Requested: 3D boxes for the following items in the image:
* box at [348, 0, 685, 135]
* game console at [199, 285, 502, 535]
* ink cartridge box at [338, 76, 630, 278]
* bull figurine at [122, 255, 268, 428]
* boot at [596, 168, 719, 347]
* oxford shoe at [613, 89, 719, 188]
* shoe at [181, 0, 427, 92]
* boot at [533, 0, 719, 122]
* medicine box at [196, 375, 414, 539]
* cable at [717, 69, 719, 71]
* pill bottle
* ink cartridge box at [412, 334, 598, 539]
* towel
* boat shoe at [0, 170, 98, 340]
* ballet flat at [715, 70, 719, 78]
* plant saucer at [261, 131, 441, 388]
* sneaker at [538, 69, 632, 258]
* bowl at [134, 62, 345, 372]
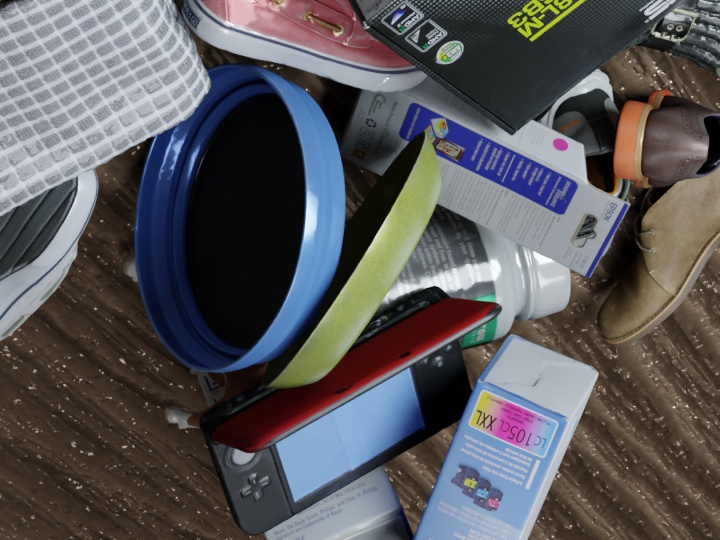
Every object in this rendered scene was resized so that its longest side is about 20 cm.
[{"bbox_3d":[0.117,-0.189,1.536,0.200,0.048,0.193,-37,144,16],"label":"box"},{"bbox_3d":[0.004,0.105,1.690,0.199,0.119,0.173,-28,131,-15],"label":"game console"},{"bbox_3d":[0.086,-0.073,1.684,0.199,0.037,0.095,28,145,4],"label":"ink cartridge box"},{"bbox_3d":[-0.094,0.025,1.739,0.121,0.201,0.065,-4,-164,28],"label":"bull figurine"},{"bbox_3d":[0.237,-0.025,1.936,0.075,0.074,0.200,24,119,-25],"label":"boot"},{"bbox_3d":[0.233,-0.089,1.770,0.072,0.072,0.200,8,-170,16],"label":"oxford shoe"},{"bbox_3d":[-0.013,-0.177,1.577,0.199,0.072,0.091,8,131,-38],"label":"shoe"},{"bbox_3d":[0.178,-0.163,1.702,0.157,0.080,0.211,9,132,-38],"label":"boot"},{"bbox_3d":[-0.031,0.168,1.887,0.103,0.201,0.182,-24,145,-2],"label":"medicine box"},{"bbox_3d":[0.306,-0.131,1.759,0.097,0.201,0.050,-28,-179,24],"label":"cable"},{"bbox_3d":[0.045,0.009,1.808,0.199,0.113,0.113,-15,143,-14],"label":"pill bottle"},{"bbox_3d":[0.093,0.162,1.773,0.136,0.076,0.201,-41,152,-71],"label":"ink cartridge box"},{"bbox_3d":[-0.207,-0.127,1.511,0.199,0.086,0.166,-27,143,3],"label":"towel"},{"bbox_3d":[-0.227,-0.017,1.664,0.067,0.074,0.200,-5,152,-49],"label":"boat shoe"},{"bbox_3d":[0.351,-0.185,1.790,0.200,0.074,0.074,-36,143,15],"label":"ballet flat"},{"bbox_3d":[0.000,0.000,1.630,0.031,0.200,0.200,33,123,-6],"label":"plant saucer"},{"bbox_3d":[0.165,-0.060,1.826,0.074,0.080,0.201,-21,145,-9],"label":"sneaker"},{"bbox_3d":[-0.079,-0.033,1.605,0.039,0.201,0.201,6,134,-37],"label":"bowl"}]
